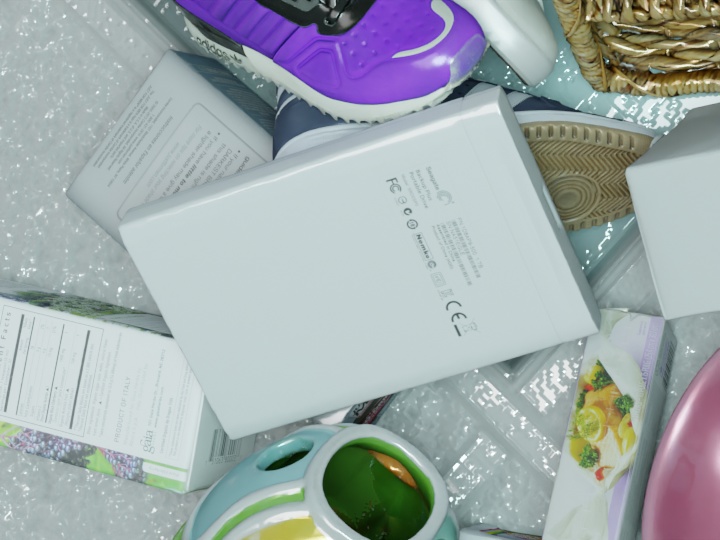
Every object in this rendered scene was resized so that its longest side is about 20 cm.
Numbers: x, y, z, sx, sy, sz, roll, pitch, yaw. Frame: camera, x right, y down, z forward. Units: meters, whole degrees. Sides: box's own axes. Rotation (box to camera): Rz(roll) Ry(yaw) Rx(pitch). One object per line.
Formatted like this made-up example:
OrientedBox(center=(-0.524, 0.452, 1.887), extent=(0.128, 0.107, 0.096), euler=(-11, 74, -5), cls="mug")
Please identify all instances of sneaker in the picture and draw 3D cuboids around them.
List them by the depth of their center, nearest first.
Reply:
OrientedBox(center=(-0.031, -0.139, 1.147), extent=(0.200, 0.100, 0.070), euler=(21, 60, 39), cls="sneaker")
OrientedBox(center=(0.062, -0.187, 1.184), extent=(0.085, 0.073, 0.200), euler=(-32, 65, 13), cls="sneaker")
OrientedBox(center=(0.051, -0.077, 1.200), extent=(0.199, 0.109, 0.070), euler=(-2, 132, -7), cls="sneaker")

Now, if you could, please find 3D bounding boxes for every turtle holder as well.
OrientedBox(center=(-0.032, 0.149, 1.139), extent=(0.141, 0.185, 0.132), euler=(54, 133, 23), cls="turtle holder")

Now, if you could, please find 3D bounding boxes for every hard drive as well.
OrientedBox(center=(0.000, 0.000, 1.148), extent=(0.199, 0.027, 0.132), euler=(-18, 116, 18), cls="hard drive")

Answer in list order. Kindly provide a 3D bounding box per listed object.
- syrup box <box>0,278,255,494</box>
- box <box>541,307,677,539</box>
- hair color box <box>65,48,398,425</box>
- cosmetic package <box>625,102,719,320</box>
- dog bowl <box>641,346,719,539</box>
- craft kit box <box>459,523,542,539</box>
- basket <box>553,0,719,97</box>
OrientedBox(center=(-0.158, 0.057, 1.276), extent=(0.199, 0.079, 0.082), euler=(11, 94, 21), cls="syrup box")
OrientedBox(center=(0.114, 0.117, 1.155), extent=(0.039, 0.041, 0.201), euler=(7, 72, 21), cls="box")
OrientedBox(center=(-0.047, -0.016, 1.244), extent=(0.200, 0.061, 0.099), euler=(41, 103, 17), cls="hair color box")
OrientedBox(center=(0.235, -0.044, 1.090), extent=(0.199, 0.113, 0.081), euler=(-12, 103, 30), cls="cosmetic package")
OrientedBox(center=(0.205, 0.101, 1.054), extent=(0.200, 0.074, 0.201), euler=(-43, 34, 38), cls="dog bowl")
OrientedBox(center=(0.135, 0.239, 1.181), extent=(0.197, 0.048, 0.201), euler=(6, 91, 24), cls="craft kit box")
OrientedBox(center=(0.185, -0.161, 1.112), extent=(0.199, 0.143, 0.150), euler=(2, 89, 21), cls="basket")
